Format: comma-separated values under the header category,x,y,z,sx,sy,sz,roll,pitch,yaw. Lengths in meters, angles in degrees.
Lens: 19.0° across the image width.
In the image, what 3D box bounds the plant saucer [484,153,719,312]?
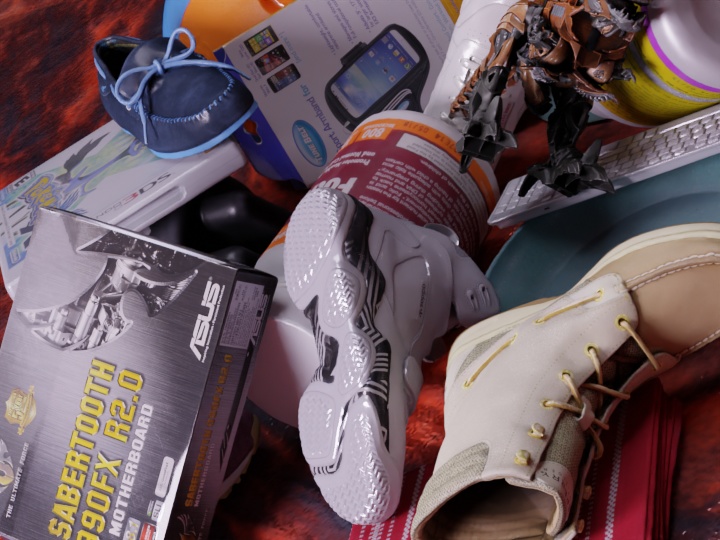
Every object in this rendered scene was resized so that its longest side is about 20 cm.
category,x,y,z,sx,sy,sz,roll,pitch,yaw
plant saucer,0.163,-0.008,1.274,0.199,0.036,0.200,-28,25,14

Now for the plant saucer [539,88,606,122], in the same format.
category,x,y,z,sx,sy,sz,roll,pitch,yaw
plant saucer,0.199,-0.182,1.539,0.200,0.039,0.201,-28,25,14

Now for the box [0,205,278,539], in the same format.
category,x,y,z,sx,sy,sz,roll,pitch,yaw
box,-0.148,0.077,1.297,0.158,0.048,0.201,18,93,31

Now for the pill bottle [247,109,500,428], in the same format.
category,x,y,z,sx,sy,sz,roll,pitch,yaw
pill bottle,0.000,0.000,1.366,0.114,0.114,0.200,-11,33,41

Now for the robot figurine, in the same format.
category,x,y,z,sx,sy,sz,roll,pitch,yaw
robot figurine,-0.137,-0.001,1.524,0.199,0.125,0.150,-13,26,37

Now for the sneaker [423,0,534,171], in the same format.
category,x,y,z,sx,sy,sz,roll,pitch,yaw
sneaker,0.084,-0.110,1.441,0.200,0.074,0.100,109,178,-49

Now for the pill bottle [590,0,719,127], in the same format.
category,x,y,z,sx,sy,sz,roll,pitch,yaw
pill bottle,0.195,-0.149,1.356,0.104,0.104,0.200,-42,5,-16

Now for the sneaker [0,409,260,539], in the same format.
category,x,y,z,sx,sy,sz,roll,pitch,yaw
sneaker,-0.160,0.122,1.373,0.199,0.090,0.075,-26,26,19

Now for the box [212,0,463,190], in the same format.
category,x,y,z,sx,sy,sz,roll,pitch,yaw
box,-0.011,-0.148,1.552,0.199,0.119,0.041,-33,8,-11

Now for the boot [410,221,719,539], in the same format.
category,x,y,z,sx,sy,sz,roll,pitch,yaw
boot,0.118,0.065,1.103,0.199,0.072,0.155,-26,25,30

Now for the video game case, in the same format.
category,x,y,z,sx,sy,sz,roll,pitch,yaw
video game case,-0.177,-0.062,1.514,0.182,0.022,0.200,-32,23,-1

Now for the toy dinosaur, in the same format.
category,x,y,z,sx,sy,sz,roll,pitch,yaw
toy dinosaur,0.116,-0.120,1.312,0.200,0.102,0.137,112,170,-73

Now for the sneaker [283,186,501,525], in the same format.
category,x,y,z,sx,sy,sz,roll,pitch,yaw
sneaker,0.025,0.050,1.235,0.075,0.114,0.201,-39,51,47

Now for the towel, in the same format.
category,x,y,z,sx,sy,sz,roll,pitch,yaw
towel,0.076,0.136,1.140,0.199,0.023,0.145,-23,27,25

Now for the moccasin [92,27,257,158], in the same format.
category,x,y,z,sx,sy,sz,roll,pitch,yaw
moccasin,-0.142,-0.124,1.480,0.080,0.068,0.200,-41,25,-21

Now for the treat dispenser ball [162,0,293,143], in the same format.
category,x,y,z,sx,sy,sz,roll,pitch,yaw
treat dispenser ball,-0.053,-0.187,1.664,0.200,0.201,0.201,-27,25,14

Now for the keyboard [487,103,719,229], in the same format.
category,x,y,z,sx,sy,sz,roll,pitch,yaw
keyboard,0.170,-0.071,1.326,0.199,0.011,0.056,-19,28,30
